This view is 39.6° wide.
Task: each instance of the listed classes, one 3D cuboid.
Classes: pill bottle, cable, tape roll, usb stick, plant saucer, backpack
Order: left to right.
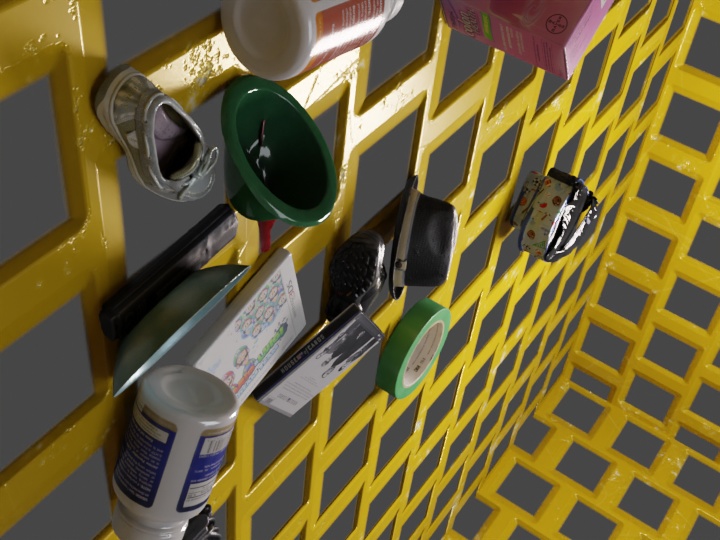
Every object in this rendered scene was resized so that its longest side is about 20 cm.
[{"bbox_3d":[-0.277,0.436,1.441,0.200,0.051,0.164,-46,159,-41],"label":"cable"},{"bbox_3d":[-0.227,0.226,1.184,0.119,0.119,0.202,-17,132,-61],"label":"pill bottle"},{"bbox_3d":[-0.202,0.052,1.070,0.201,0.039,0.201,-44,-179,1],"label":"plant saucer"},{"bbox_3d":[-0.203,-0.001,1.079,0.200,0.032,0.056,-47,162,-34],"label":"usb stick"},{"bbox_3d":[-0.040,-0.270,1.010,0.200,0.112,0.113,-36,148,-48],"label":"pill bottle"},{"bbox_3d":[0.105,0.153,1.952,0.201,0.048,0.201,-49,156,-31],"label":"tape roll"},{"bbox_3d":[0.410,-0.118,2.178,0.200,0.153,0.192,20,90,-63],"label":"backpack"}]

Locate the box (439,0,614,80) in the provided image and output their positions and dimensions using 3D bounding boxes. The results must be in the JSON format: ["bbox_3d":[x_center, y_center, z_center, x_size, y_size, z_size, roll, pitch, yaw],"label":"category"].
[{"bbox_3d":[0.239,-0.393,1.375,0.177,0.199,0.097,-58,158,-7],"label":"box"}]

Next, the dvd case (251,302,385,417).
[{"bbox_3d":[-0.060,0.139,1.502,0.200,0.025,0.150,-40,157,1],"label":"dvd case"}]

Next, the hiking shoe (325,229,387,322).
[{"bbox_3d":[0.000,0.000,1.511,0.101,0.075,0.201,-53,168,-43],"label":"hiking shoe"}]

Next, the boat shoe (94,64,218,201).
[{"bbox_3d":[-0.180,-0.116,0.943,0.075,0.064,0.202,-55,158,-15],"label":"boat shoe"}]

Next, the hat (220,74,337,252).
[{"bbox_3d":[-0.137,-0.090,1.110,0.175,0.201,0.166,-24,-160,35],"label":"hat"}]

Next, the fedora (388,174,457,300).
[{"bbox_3d":[0.103,-0.046,1.568,0.201,0.091,0.203,11,90,-83],"label":"fedora"}]

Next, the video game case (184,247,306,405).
[{"bbox_3d":[-0.147,0.093,1.333,0.200,0.024,0.183,-51,156,-25],"label":"video game case"}]
